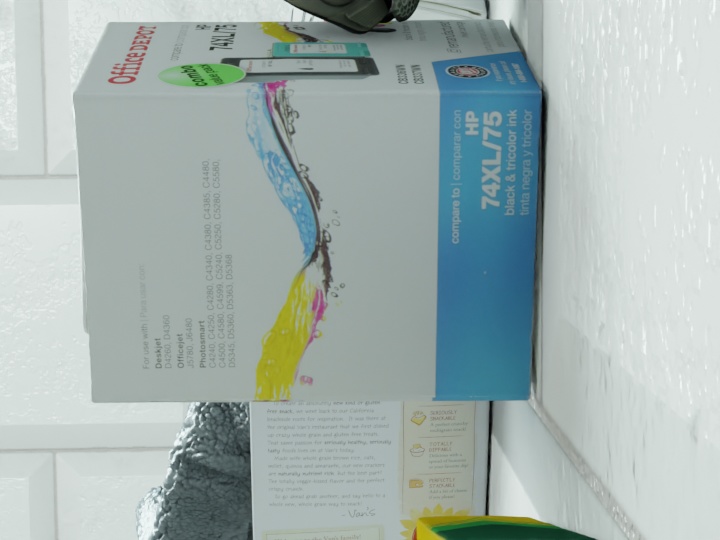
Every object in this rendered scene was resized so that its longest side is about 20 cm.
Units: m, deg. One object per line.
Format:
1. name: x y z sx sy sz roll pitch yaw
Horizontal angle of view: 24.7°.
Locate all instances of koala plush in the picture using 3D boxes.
1. koala plush: -0.054 0.085 1.083 0.200 0.177 0.184 -97 14 -55

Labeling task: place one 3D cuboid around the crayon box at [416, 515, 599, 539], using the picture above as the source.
1. crayon box: 0.054 0.196 0.612 0.173 0.058 0.201 96 173 -84

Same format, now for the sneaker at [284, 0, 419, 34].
1. sneaker: 0.017 -0.178 0.734 0.200 0.076 0.114 115 179 -64

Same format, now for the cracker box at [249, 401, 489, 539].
1. cracker box: 0.004 0.090 0.936 0.058 0.133 0.201 -96 6 -66

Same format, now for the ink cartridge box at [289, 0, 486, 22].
1. ink cartridge box: 0.010 -0.167 0.998 0.145 0.084 0.200 110 164 -44

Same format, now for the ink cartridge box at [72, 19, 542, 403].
1. ink cartridge box: -0.025 -0.032 0.771 0.147 0.199 0.147 -97 6 -69
